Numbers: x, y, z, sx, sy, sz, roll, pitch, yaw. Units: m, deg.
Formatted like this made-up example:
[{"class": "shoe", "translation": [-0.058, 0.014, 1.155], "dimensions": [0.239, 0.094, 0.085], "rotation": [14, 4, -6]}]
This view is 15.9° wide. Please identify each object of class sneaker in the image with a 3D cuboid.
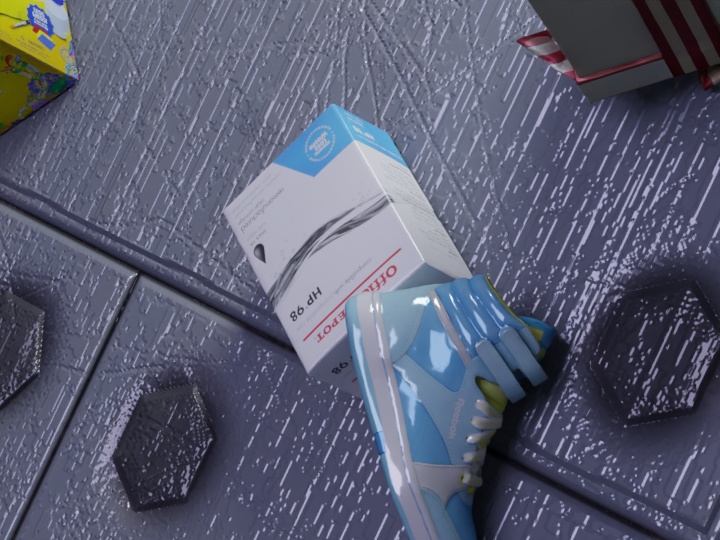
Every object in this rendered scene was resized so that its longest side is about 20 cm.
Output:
[{"class": "sneaker", "translation": [0.074, 0.096, 1.633], "dimensions": [0.130, 0.080, 0.202], "rotation": [-17, 85, 4]}]

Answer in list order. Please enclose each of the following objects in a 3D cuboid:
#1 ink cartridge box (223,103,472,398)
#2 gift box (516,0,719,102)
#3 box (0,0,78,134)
[{"class": "ink cartridge box", "translation": [0.000, 0.000, 1.737], "dimensions": [0.116, 0.067, 0.201], "rotation": [-43, 50, 17]}, {"class": "gift box", "translation": [0.171, -0.226, 1.605], "dimensions": [0.198, 0.187, 0.186], "rotation": [-12, 66, 19]}, {"class": "box", "translation": [-0.344, -0.233, 2.027], "dimensions": [0.122, 0.199, 0.194], "rotation": [-30, 56, 26]}]
